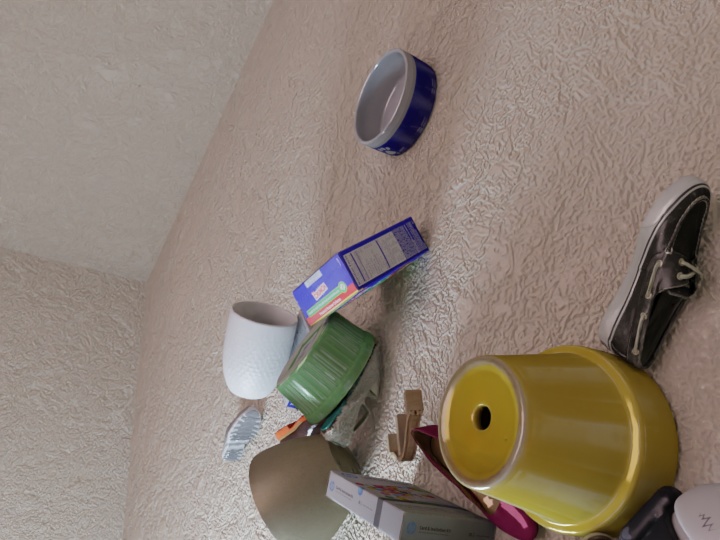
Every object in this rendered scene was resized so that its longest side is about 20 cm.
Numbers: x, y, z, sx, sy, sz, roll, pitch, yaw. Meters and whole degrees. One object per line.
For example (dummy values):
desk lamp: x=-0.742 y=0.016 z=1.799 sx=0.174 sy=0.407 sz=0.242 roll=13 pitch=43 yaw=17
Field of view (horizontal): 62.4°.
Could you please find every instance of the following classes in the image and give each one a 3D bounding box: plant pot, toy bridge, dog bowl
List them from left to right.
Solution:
dog bowl: x=0.068 y=-0.345 z=1.230 sx=0.199 sy=0.078 sz=0.204 roll=-35 pitch=47 yaw=49
toy bridge: x=0.068 y=0.254 z=0.906 sx=0.202 sy=0.027 sz=0.068 roll=100 pitch=168 yaw=-54
plant pot: x=0.193 y=0.171 z=0.635 sx=0.200 sy=0.186 sz=0.204 roll=-37 pitch=45 yaw=48

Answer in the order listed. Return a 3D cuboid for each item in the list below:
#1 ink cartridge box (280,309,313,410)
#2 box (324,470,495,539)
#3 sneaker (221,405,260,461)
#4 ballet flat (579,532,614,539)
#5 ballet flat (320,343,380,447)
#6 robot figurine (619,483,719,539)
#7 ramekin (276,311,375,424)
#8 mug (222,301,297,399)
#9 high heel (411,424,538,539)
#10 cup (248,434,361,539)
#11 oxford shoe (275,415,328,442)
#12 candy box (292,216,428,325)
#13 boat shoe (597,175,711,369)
ink cartridge box: x=-0.124 y=0.208 z=1.302 sx=0.203 sy=0.075 sz=0.137 roll=-63 pitch=29 yaw=17
box: x=0.063 y=0.330 z=0.824 sx=0.199 sy=0.154 sz=0.042 roll=-7 pitch=67 yaw=60
sneaker: x=-0.322 y=0.411 z=1.556 sx=0.201 sy=0.074 sz=0.083 roll=-56 pitch=35 yaw=31
ballet flat: x=0.221 y=0.359 z=0.614 sx=0.069 sy=0.068 sz=0.204 roll=12 pitch=94 yaw=61
ballet flat: x=-0.004 y=0.229 z=1.074 sx=0.071 sy=0.072 sz=0.201 roll=-26 pitch=26 yaw=54
robot figurine: x=0.284 y=0.274 z=0.491 sx=0.150 sy=0.124 sz=0.203 roll=37 pitch=112 yaw=28
ramekin: x=-0.070 y=0.173 z=1.112 sx=0.201 sy=0.097 sz=0.200 roll=-51 pitch=7 yaw=9
mug: x=-0.219 y=0.169 z=1.296 sx=0.200 sy=0.145 sz=0.179 roll=-58 pitch=-17 yaw=-78
high heel: x=0.141 y=0.272 z=0.770 sx=0.199 sy=0.095 sz=0.068 roll=32 pitch=99 yaw=61
cup: x=-0.081 y=0.375 z=1.057 sx=0.142 sy=0.201 sz=0.201 roll=-37 pitch=38 yaw=8
oxford shoe: x=-0.100 y=0.333 z=1.229 sx=0.200 sy=0.070 sz=0.073 roll=-40 pitch=72 yaw=42
candy box: x=0.000 y=0.000 z=1.058 sx=0.169 sy=0.198 sz=0.078 roll=-36 pitch=84 yaw=49
boat shoe: x=0.321 y=0.006 z=0.618 sx=0.064 sy=0.069 sz=0.204 roll=46 pitch=124 yaw=58
